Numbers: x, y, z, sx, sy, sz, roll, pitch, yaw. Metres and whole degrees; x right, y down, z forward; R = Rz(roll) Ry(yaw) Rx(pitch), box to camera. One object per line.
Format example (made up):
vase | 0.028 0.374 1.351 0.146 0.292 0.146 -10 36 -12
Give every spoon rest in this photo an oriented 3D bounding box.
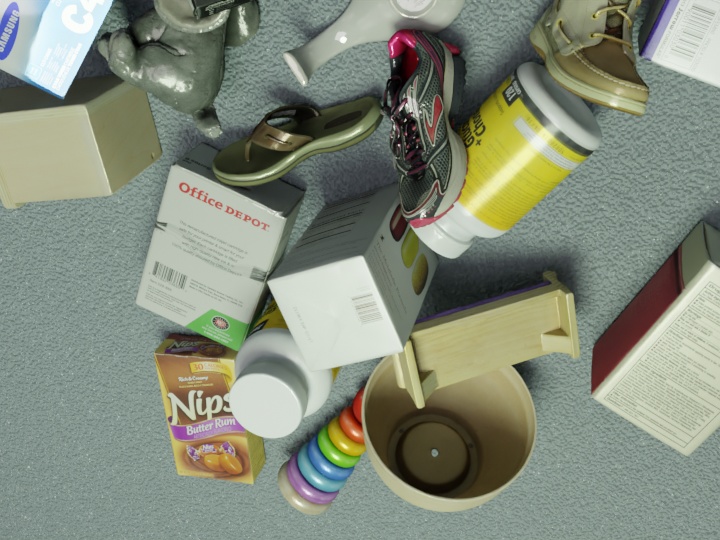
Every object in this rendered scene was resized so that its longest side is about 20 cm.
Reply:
spoon rest | 0.015 -0.262 0.896 0.199 0.061 0.100 -29 107 13

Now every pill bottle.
pill bottle | 0.139 -0.106 0.899 0.112 0.112 0.200 41 119 -7
pill bottle | -0.077 0.098 1.005 0.111 0.200 0.113 6 118 12

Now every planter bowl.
planter bowl | 0.095 0.197 1.036 0.199 0.201 0.135 17 146 7

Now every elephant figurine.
elephant figurine | -0.170 -0.275 0.902 0.155 0.142 0.200 28 107 -33

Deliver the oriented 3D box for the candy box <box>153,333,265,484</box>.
candy box | -0.200 0.186 1.178 0.116 0.057 0.201 3 116 15

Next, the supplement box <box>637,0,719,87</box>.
supplement box | 0.364 -0.212 0.787 0.199 0.103 0.102 23 119 5

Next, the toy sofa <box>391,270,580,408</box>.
toy sofa | 0.130 0.067 0.960 0.199 0.098 0.083 -16 113 -7

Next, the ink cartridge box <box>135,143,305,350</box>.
ink cartridge box | -0.167 -0.027 1.042 0.145 0.084 0.201 25 120 2

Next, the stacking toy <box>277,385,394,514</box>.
stacking toy | -0.022 0.226 1.137 0.085 0.085 0.200 37 116 -5

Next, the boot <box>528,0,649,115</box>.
boot | 0.225 -0.235 0.766 0.072 0.200 0.155 16 120 -18

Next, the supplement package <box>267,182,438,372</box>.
supplement package | 0.000 0.000 0.942 0.109 0.200 0.114 -15 112 23

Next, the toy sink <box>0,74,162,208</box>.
toy sink | -0.353 -0.147 1.009 0.199 0.130 0.113 -3 116 16

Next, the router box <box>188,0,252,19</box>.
router box | -0.087 -0.340 0.810 0.199 0.062 0.151 -22 99 -7

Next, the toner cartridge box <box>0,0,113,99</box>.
toner cartridge box | -0.293 -0.280 0.868 0.095 0.043 0.200 26 113 -23

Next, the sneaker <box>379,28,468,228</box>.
sneaker | 0.054 -0.139 0.863 0.074 0.201 0.080 15 158 -42

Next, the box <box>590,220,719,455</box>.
box | 0.354 0.073 0.931 0.128 0.109 0.200 32 120 -1

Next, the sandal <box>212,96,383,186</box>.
sandal | -0.073 -0.153 0.953 0.200 0.080 0.057 -20 133 15
